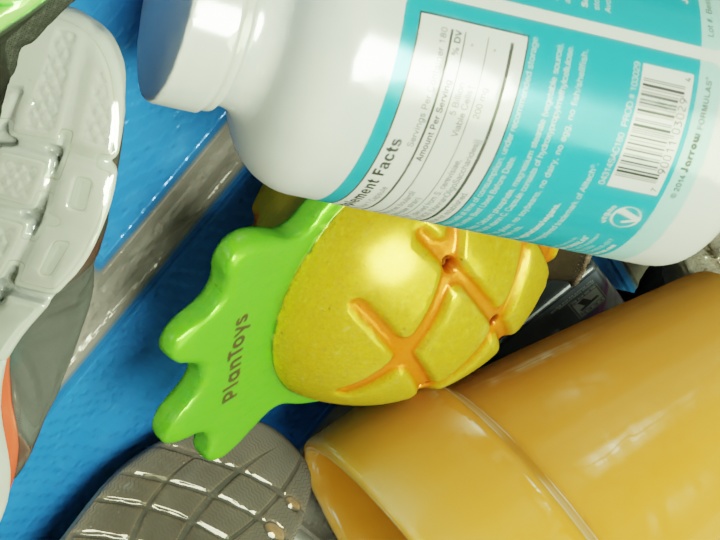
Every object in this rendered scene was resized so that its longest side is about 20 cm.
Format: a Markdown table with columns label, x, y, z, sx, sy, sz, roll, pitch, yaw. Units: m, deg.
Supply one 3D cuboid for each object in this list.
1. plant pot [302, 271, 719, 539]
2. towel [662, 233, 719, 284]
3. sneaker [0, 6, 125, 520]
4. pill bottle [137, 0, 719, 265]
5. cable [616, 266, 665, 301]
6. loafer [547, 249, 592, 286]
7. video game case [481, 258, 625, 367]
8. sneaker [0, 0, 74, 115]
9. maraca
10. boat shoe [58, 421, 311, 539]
| label | x | y | z | sx | sy | sz | roll | pitch | yaw |
| --- | --- | --- | --- | --- | --- | --- | --- | --- | --- |
| plant pot | 0.107 | 0.102 | 0.920 | 0.183 | 0.200 | 0.200 | -34 | 147 | -12 |
| towel | 0.203 | 0.067 | 1.016 | 0.034 | 0.200 | 0.133 | -31 | 151 | -8 |
| sneaker | -0.121 | -0.002 | 0.729 | 0.082 | 0.077 | 0.200 | -54 | 168 | -66 |
| pill bottle | 0.030 | -0.071 | 0.746 | 0.200 | 0.111 | 0.111 | 11 | 117 | -20 |
| cable | 0.121 | -0.015 | 1.064 | 0.200 | 0.051 | 0.163 | -25 | 149 | -28 |
| loafer | 0.135 | -0.063 | 0.957 | 0.200 | 0.071 | 0.073 | -52 | 171 | -30 |
| video game case | 0.075 | 0.066 | 1.059 | 0.143 | 0.019 | 0.200 | -39 | 154 | 4 |
| sneaker | -0.138 | -0.051 | 0.640 | 0.200 | 0.077 | 0.084 | -45 | 159 | 3 |
| maraca | 0.000 | 0.000 | 0.841 | 0.200 | 0.107 | 0.137 | -31 | 144 | -34 |
| boat shoe | -0.102 | 0.132 | 0.885 | 0.200 | 0.076 | 0.072 | -39 | -179 | -29 |
